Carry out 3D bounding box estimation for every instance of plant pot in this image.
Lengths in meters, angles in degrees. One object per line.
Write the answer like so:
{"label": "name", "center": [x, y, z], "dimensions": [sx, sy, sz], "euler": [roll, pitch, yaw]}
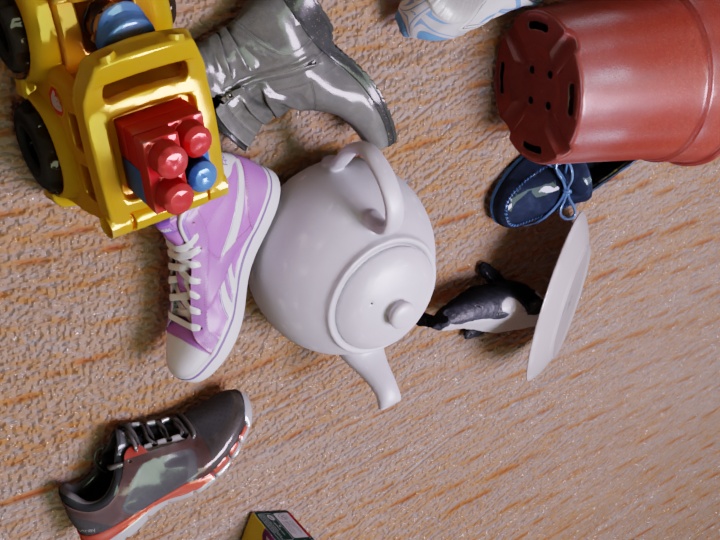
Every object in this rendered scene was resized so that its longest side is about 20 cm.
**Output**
{"label": "plant pot", "center": [0.253, -0.194, 1.042], "dimensions": [0.193, 0.201, 0.203], "euler": [-10, 119, -24]}

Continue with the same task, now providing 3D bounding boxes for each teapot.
{"label": "teapot", "center": [0.000, 0.000, 0.951], "dimensions": [0.199, 0.146, 0.198], "euler": [30, 99, -46]}

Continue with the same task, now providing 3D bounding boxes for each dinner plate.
{"label": "dinner plate", "center": [0.230, 0.033, 1.177], "dimensions": [0.202, 0.024, 0.201], "euler": [90, 26, -44]}

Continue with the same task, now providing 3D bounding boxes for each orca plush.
{"label": "orca plush", "center": [0.133, 0.030, 1.159], "dimensions": [0.198, 0.072, 0.105], "euler": [-7, 162, -31]}

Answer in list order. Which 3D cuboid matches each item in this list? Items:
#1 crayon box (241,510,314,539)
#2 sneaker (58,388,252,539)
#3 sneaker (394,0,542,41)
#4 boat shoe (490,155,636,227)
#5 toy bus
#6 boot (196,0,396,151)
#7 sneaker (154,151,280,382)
{"label": "crayon box", "center": [-0.072, 0.379, 1.069], "dimensions": [0.058, 0.199, 0.175], "euler": [9, 108, -41]}
{"label": "sneaker", "center": [-0.188, 0.169, 0.955], "dimensions": [0.199, 0.077, 0.082], "euler": [-39, 125, -16]}
{"label": "sneaker", "center": [0.109, -0.264, 0.975], "dimensions": [0.199, 0.072, 0.073], "euler": [-27, 100, -39]}
{"label": "boat shoe", "center": [0.230, -0.110, 1.138], "dimensions": [0.199, 0.068, 0.085], "euler": [-37, 131, -17]}
{"label": "toy bus", "center": [-0.165, -0.126, 0.735], "dimensions": [0.134, 0.192, 0.202], "euler": [-22, 124, -25]}
{"label": "boot", "center": [-0.063, -0.150, 0.900], "dimensions": [0.130, 0.068, 0.200], "euler": [-42, 128, -2]}
{"label": "sneaker", "center": [-0.149, -0.006, 0.884], "dimensions": [0.114, 0.072, 0.203], "euler": [14, 93, -56]}
